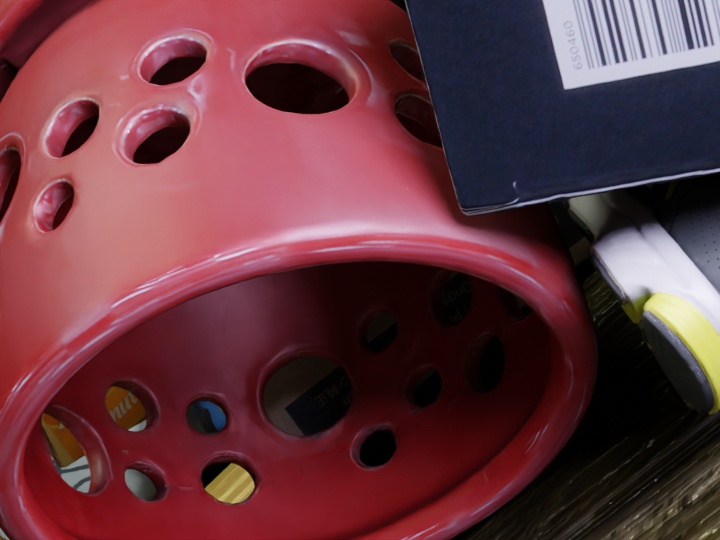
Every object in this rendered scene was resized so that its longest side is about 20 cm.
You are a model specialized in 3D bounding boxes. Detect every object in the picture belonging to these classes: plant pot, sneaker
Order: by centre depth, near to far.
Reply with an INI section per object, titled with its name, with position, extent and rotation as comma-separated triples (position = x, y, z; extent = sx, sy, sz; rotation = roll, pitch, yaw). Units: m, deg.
[sneaker]
position = 0.116, -0.017, 0.710
extent = 0.085, 0.075, 0.200
rotation = -31, 18, 7
[plant pot]
position = -0.040, -0.015, 0.745
extent = 0.200, 0.200, 0.183
rotation = -40, 50, 29

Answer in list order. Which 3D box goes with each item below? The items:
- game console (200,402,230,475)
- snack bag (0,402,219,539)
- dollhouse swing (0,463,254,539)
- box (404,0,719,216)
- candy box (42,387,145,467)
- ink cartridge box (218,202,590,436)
[game console]
position = -0.085, 0.010, 1.194
extent = 0.200, 0.171, 0.118
rotation = -52, -14, -26
[snack bag]
position = -0.177, 0.091, 1.162
extent = 0.200, 0.021, 0.189
rotation = -49, 54, 13
[dollhouse swing]
position = -0.126, 0.108, 0.920
extent = 0.176, 0.182, 0.200
rotation = -59, 12, -5
[box]
position = 0.112, -0.105, 0.677
extent = 0.148, 0.107, 0.200
rotation = -9, 16, 23
[candy box]
position = -0.087, -0.007, 1.067
extent = 0.200, 0.116, 0.055
rotation = -29, 35, -12
[ink cartridge box]
position = 0.000, 0.000, 0.955
extent = 0.165, 0.075, 0.200
rotation = -38, 11, -7
